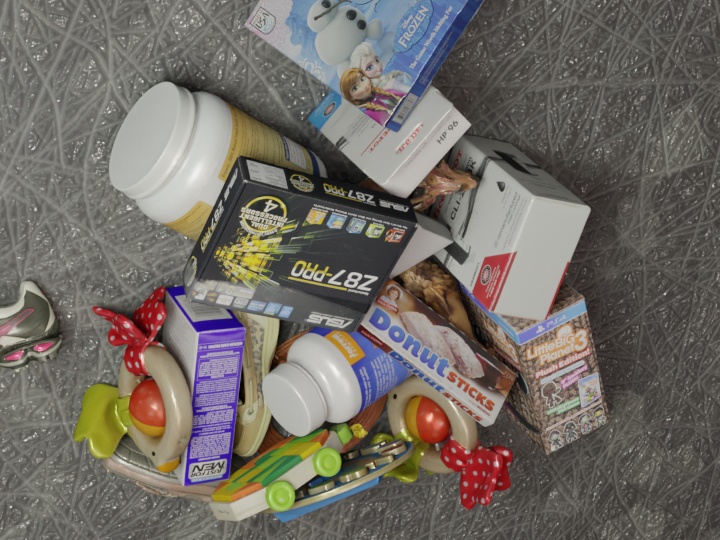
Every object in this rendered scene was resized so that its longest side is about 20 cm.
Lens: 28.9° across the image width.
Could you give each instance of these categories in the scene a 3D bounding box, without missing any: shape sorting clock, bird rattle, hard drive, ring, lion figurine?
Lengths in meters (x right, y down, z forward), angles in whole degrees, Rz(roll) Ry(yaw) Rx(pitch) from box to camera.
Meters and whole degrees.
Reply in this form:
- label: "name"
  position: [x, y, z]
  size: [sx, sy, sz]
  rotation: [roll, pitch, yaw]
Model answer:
- label: "shape sorting clock"
  position: [-0.030, 0.239, 1.647]
  size: [0.199, 0.200, 0.039]
  rotation: [-25, 91, -13]
- label: "bird rattle"
  position: [-0.231, 0.129, 1.551]
  size: [0.112, 0.163, 0.201]
  rotation: [-5, 129, -45]
- label: "bird rattle"
  position: [0.092, 0.206, 1.718]
  size: [0.112, 0.199, 0.164]
  rotation: [-27, 111, -34]
- label: "hard drive"
  position: [0.000, 0.000, 1.593]
  size: [0.199, 0.026, 0.132]
  rotation: [-31, 164, 15]
- label: "ring"
  position: [-0.052, 0.161, 1.737]
  size: [0.199, 0.019, 0.202]
  rotation: [-12, 121, -20]
- label: "lion figurine"
  position: [0.112, 0.070, 1.688]
  size: [0.072, 0.200, 0.123]
  rotation: [-37, 160, 2]

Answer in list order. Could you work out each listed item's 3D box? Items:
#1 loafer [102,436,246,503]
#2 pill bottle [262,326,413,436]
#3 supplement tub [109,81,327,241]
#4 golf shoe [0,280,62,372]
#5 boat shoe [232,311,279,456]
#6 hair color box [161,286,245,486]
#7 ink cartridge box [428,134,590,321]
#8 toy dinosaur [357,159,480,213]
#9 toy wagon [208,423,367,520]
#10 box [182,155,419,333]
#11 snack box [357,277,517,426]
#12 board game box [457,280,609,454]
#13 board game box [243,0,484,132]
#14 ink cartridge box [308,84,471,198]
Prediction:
- label: "loafer"
  position: [-0.222, 0.250, 1.670]
  size: [0.199, 0.072, 0.063]
  rotation: [15, 115, -35]
- label: "pill bottle"
  position: [-0.015, 0.107, 1.634]
  size: [0.199, 0.112, 0.113]
  rotation: [-33, 129, -34]
- label: "supplement tub"
  position: [-0.149, -0.099, 1.471]
  size: [0.199, 0.144, 0.145]
  rotation: [28, 101, -35]
- label: "golf shoe"
  position: [-0.419, 0.080, 1.486]
  size: [0.199, 0.077, 0.089]
  rotation: [-22, 104, -18]
- label: "boat shoe"
  position: [-0.143, 0.124, 1.634]
  size: [0.062, 0.073, 0.202]
  rotation: [-7, 109, -40]
- label: "hair color box"
  position: [-0.185, 0.131, 1.596]
  size: [0.064, 0.109, 0.201]
  rotation: [-3, 118, -27]
- label: "ink cartridge box"
  position: [0.162, -0.053, 1.620]
  size: [0.083, 0.200, 0.145]
  rotation: [10, 111, -26]
- label: "toy dinosaur"
  position: [0.022, -0.077, 1.574]
  size: [0.200, 0.136, 0.086]
  rotation: [-43, 126, 0]
- label: "toy wagon"
  position: [-0.080, 0.224, 1.610]
  size: [0.199, 0.155, 0.040]
  rotation: [-33, 99, -28]
- label: "box"
  position: [-0.063, -0.023, 1.434]
  size: [0.199, 0.049, 0.162]
  rotation: [13, 128, -26]
- label: "snack box"
  position: [0.087, 0.094, 1.612]
  size: [0.200, 0.024, 0.072]
  rotation: [37, 62, -11]
- label: "board game box"
  position: [0.216, 0.097, 1.752]
  size: [0.096, 0.159, 0.201]
  rotation: [-26, 124, -12]
- label: "board game box"
  position: [0.011, -0.280, 1.430]
  size: [0.201, 0.199, 0.043]
  rotation: [-57, 159, 10]
- label: "ink cartridge box"
  position: [0.037, -0.153, 1.501]
  size: [0.116, 0.200, 0.068]
  rotation: [-48, 126, 4]
